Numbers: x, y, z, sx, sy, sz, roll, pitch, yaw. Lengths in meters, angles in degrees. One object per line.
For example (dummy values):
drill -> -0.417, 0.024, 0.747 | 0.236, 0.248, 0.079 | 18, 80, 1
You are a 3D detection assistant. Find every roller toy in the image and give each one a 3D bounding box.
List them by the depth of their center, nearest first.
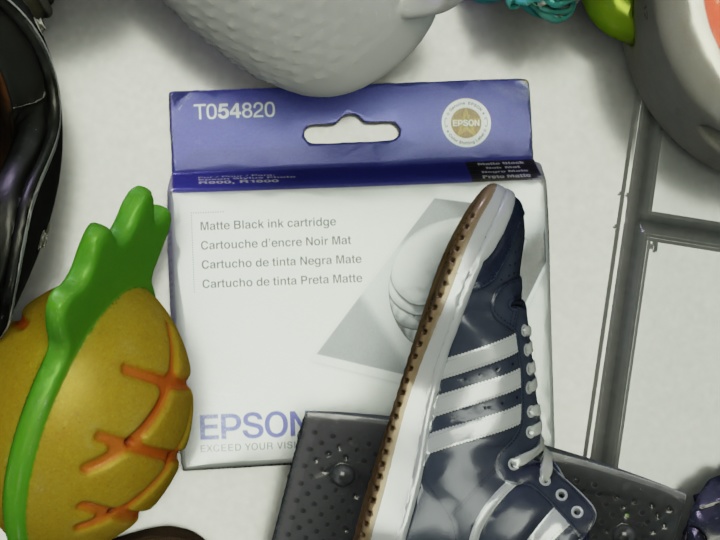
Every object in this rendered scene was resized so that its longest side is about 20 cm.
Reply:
roller toy -> 0.232, -0.139, 1.450 | 0.200, 0.140, 0.183 | -31, 89, -6

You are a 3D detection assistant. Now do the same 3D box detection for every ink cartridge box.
ink cartridge box -> 0.000, 0.000, 1.475 | 0.199, 0.041, 0.201 | -3, 86, -4

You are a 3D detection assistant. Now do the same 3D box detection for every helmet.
helmet -> -0.235, -0.065, 1.385 | 0.199, 0.200, 0.191 | 3, 65, -4

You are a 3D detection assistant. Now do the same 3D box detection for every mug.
mug -> -0.024, -0.174, 1.399 | 0.148, 0.200, 0.175 | -53, 128, -22

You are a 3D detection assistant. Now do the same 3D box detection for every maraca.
maraca -> -0.134, 0.053, 1.398 | 0.107, 0.137, 0.201 | 21, 122, 12

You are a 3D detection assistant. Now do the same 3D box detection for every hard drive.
hard drive -> 0.053, 0.143, 1.447 | 0.199, 0.042, 0.135 | 12, 105, -7

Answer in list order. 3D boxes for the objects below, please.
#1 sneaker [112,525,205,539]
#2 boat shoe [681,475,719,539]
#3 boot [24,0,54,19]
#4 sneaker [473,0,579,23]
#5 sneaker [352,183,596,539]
sneaker -> -0.166, 0.178, 1.434 | 0.199, 0.076, 0.071 | -24, 88, -6
boat shoe -> 0.224, 0.108, 1.467 | 0.092, 0.075, 0.201 | 20, 74, 9
boot -> -0.136, -0.248, 1.474 | 0.200, 0.073, 0.182 | -29, 88, -11
sneaker -> 0.105, -0.163, 1.421 | 0.077, 0.200, 0.080 | 5, 95, -22
sneaker -> 0.073, 0.066, 1.379 | 0.108, 0.070, 0.201 | 18, 89, -1
